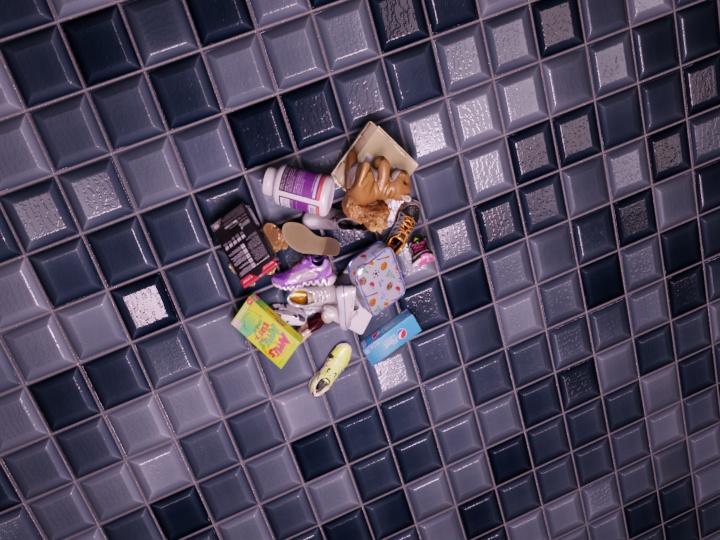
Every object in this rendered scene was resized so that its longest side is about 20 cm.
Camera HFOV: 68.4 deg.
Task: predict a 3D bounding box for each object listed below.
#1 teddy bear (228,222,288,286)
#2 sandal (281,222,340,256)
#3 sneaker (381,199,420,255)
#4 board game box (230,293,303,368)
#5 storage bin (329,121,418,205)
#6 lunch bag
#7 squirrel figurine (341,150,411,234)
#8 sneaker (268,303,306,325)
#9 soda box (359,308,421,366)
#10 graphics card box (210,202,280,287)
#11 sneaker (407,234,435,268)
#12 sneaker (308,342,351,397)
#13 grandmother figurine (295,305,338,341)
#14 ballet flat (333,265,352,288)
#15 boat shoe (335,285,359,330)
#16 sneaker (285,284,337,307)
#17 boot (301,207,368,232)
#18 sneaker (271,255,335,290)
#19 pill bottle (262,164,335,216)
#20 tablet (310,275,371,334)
[{"bbox_3d":[-0.301,-0.050,1.568,0.141,0.067,0.205,27,98,2],"label":"teddy bear"},{"bbox_3d":[-0.162,-0.083,1.586,0.206,0.068,0.081,16,76,-36],"label":"sandal"},{"bbox_3d":[0.129,-0.121,1.630,0.076,0.077,0.205,27,95,-15],"label":"sneaker"},{"bbox_3d":[-0.271,0.176,1.544,0.199,0.048,0.102,41,104,2],"label":"board game box"},{"bbox_3d":[0.036,-0.295,1.561,0.197,0.094,0.202,38,94,-17],"label":"storage bin"},{"bbox_3d":[0.054,0.025,1.578,0.158,0.075,0.204,-36,128,-18],"label":"lunch bag"},{"bbox_3d":[0.048,-0.213,1.476,0.180,0.141,0.208,9,102,-25],"label":"squirrel figurine"},{"bbox_3d":[-0.260,0.176,1.609,0.190,0.080,0.135,6,109,-1],"label":"sneaker"},{"bbox_3d":[0.096,0.214,1.707,0.197,0.064,0.069,-35,108,-2],"label":"soda box"},{"bbox_3d":[-0.327,-0.073,1.511,0.123,0.051,0.204,-31,90,10],"label":"graphics card box"},{"bbox_3d":[0.177,-0.062,1.600,0.071,0.200,0.091,-18,92,4],"label":"sneaker"},{"bbox_3d":[-0.090,0.323,1.688,0.074,0.076,0.203,34,93,-15],"label":"sneaker"},{"bbox_3d":[-0.147,0.169,1.616,0.197,0.123,0.061,-33,113,21],"label":"grandmother figurine"},{"bbox_3d":[0.000,0.000,1.624,0.193,0.072,0.076,-13,107,-27],"label":"ballet flat"},{"bbox_3d":[-0.033,0.118,1.593,0.064,0.076,0.203,-4,147,1],"label":"boat shoe"},{"bbox_3d":[-0.133,0.080,1.609,0.191,0.081,0.080,-6,99,-7],"label":"sneaker"},{"bbox_3d":[-0.075,-0.148,1.551,0.191,0.132,0.073,-6,106,-10],"label":"boot"},{"bbox_3d":[-0.171,0.000,1.577,0.191,0.081,0.092,-7,118,-6],"label":"sneaker"},{"bbox_3d":[-0.175,-0.232,1.507,0.192,0.113,0.117,15,101,5],"label":"pill bottle"},{"bbox_3d":[-0.048,0.106,1.679,0.195,0.014,0.133,28,96,-17],"label":"tablet"}]
